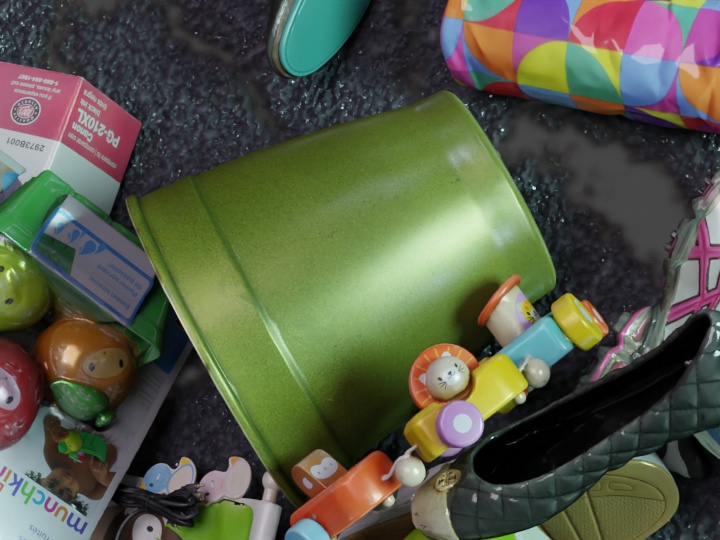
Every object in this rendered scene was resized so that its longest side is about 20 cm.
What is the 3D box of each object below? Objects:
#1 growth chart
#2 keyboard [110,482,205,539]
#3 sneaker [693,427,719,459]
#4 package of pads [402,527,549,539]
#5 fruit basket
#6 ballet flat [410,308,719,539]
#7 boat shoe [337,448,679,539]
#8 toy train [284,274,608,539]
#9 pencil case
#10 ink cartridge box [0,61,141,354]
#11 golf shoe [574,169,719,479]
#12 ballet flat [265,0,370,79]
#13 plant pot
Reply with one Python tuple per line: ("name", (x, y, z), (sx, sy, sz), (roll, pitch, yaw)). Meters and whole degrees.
("growth chart", (-0.133, 0.183, 1.094), (0.199, 0.018, 0.146), (-8, 66, 32))
("keyboard", (-0.155, 0.180, 1.087), (0.199, 0.021, 0.128), (6, 74, 36))
("sneaker", (0.253, 0.103, 0.903), (0.199, 0.077, 0.076), (24, 88, 7))
("package of pads", (0.033, 0.222, 0.901), (0.154, 0.068, 0.200), (-43, 24, 22))
("fruit basket", (-0.197, 0.049, 1.070), (0.094, 0.185, 0.201), (-29, 28, 49))
("ballet flat", (0.105, 0.074, 0.885), (0.199, 0.057, 0.067), (-30, 32, 21))
("boat shoe", (0.078, 0.124, 1.001), (0.199, 0.071, 0.069), (-16, 27, 21))
("toy train", (0.040, 0.069, 0.950), (0.200, 0.150, 0.056), (-34, 84, -37))
("pencil case", (0.141, -0.136, 1.059), (0.199, 0.088, 0.089), (17, 80, 27))
("ink cartridge box", (-0.252, -0.032, 1.200), (0.144, 0.084, 0.201), (13, 77, 28))
("golf shoe", (0.201, 0.017, 0.988), (0.092, 0.073, 0.201), (32, 96, 20))
("ballet flat", (-0.012, -0.210, 1.170), (0.068, 0.068, 0.200), (24, 73, 39))
("plant pot", (0.000, 0.000, 1.027), (0.192, 0.201, 0.201), (-29, 62, -1))
